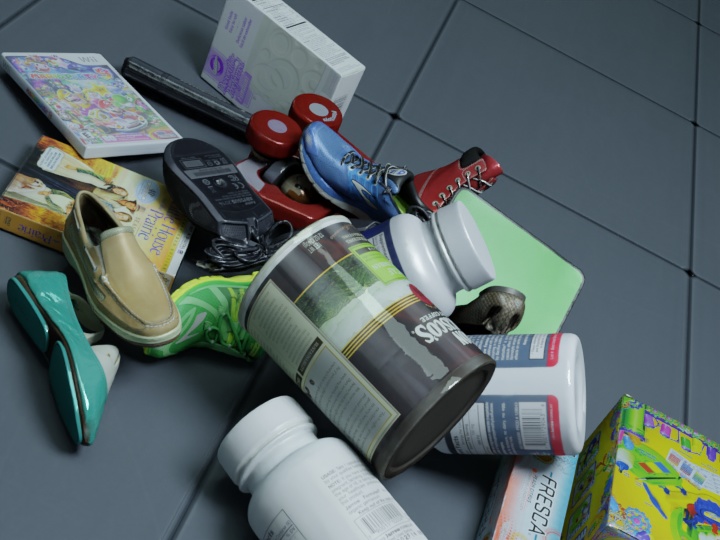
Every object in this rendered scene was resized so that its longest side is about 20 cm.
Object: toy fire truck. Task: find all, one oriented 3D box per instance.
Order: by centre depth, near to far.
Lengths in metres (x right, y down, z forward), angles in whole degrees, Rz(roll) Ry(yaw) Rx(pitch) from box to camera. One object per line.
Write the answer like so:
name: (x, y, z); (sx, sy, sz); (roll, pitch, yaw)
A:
toy fire truck: (-0.056, -0.111, 1.324); (0.168, 0.113, 0.200); (39, 40, 16)

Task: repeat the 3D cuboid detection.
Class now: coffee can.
coffee can: (0.004, 0.069, 1.013); (0.200, 0.147, 0.146); (44, 40, 18)

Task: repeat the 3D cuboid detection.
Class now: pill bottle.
pill bottle: (-0.034, 0.213, 0.965); (0.114, 0.115, 0.200); (-18, 57, -44)
pill bottle: (0.122, 0.125, 1.107); (0.198, 0.120, 0.120); (-2, 33, 18)
pill bottle: (0.034, 0.011, 1.151); (0.120, 0.199, 0.120); (57, 16, -26)

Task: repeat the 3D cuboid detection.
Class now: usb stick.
usb stick: (-0.213, -0.220, 1.408); (0.199, 0.033, 0.055); (26, 0, -5)

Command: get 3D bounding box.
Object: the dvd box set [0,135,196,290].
dvd box set: (-0.280, -0.064, 1.198); (0.198, 0.030, 0.147); (22, 38, -8)

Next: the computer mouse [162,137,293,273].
computer mouse: (-0.157, -0.064, 1.204); (0.138, 0.053, 0.200); (-9, 51, -42)

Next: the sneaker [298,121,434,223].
sneaker: (0.017, -0.103, 1.257); (0.200, 0.089, 0.079); (42, 45, -6)

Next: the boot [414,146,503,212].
boot: (0.107, -0.078, 1.359); (0.073, 0.143, 0.201); (51, 30, -25)

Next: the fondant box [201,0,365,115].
fondant box: (-0.105, -0.260, 1.441); (0.200, 0.145, 0.058); (41, 40, 16)

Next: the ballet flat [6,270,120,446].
ballet flat: (-0.263, 0.071, 1.020); (0.070, 0.068, 0.201); (-12, 51, -33)

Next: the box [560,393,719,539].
box: (0.316, 0.268, 1.117); (0.199, 0.122, 0.193); (29, 37, -1)

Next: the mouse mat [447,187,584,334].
mouse mat: (0.163, 0.013, 1.320); (0.199, 0.008, 0.162); (35, 69, -8)

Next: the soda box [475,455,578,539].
soda box: (0.162, 0.246, 1.094); (0.068, 0.064, 0.200); (29, 38, 1)

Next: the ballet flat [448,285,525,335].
ballet flat: (0.123, 0.064, 1.193); (0.067, 0.200, 0.047); (19, 70, -12)

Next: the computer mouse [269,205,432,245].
computer mouse: (0.000, 0.000, 1.252); (0.198, 0.142, 0.046); (-11, 24, 10)

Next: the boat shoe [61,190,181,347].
boat shoe: (-0.233, -0.008, 1.050); (0.071, 0.077, 0.200); (-17, 44, -37)

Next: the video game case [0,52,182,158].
video game case: (-0.321, -0.201, 1.317); (0.143, 0.018, 0.200); (-12, 47, -47)

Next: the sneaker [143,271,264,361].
sneaker: (-0.131, 0.051, 1.124); (0.199, 0.074, 0.084); (-16, 51, -43)
